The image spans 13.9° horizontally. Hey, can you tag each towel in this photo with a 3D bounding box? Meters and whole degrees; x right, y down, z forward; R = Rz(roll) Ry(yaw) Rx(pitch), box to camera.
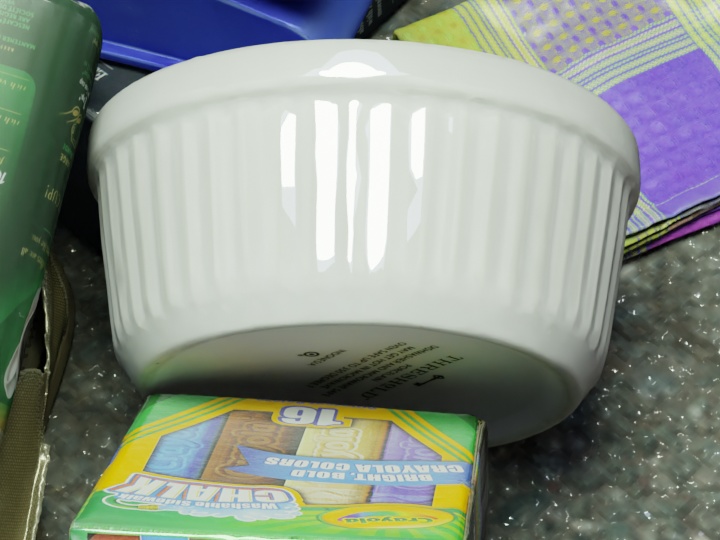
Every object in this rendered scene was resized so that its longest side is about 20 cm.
[{"bbox_3d":[0.129,-0.085,1.186,0.200,0.023,0.144,-24,60,-12],"label":"towel"}]

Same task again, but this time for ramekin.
[{"bbox_3d":[0.000,0.000,1.043,0.202,0.202,0.095,1,69,3],"label":"ramekin"}]

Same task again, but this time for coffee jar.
[{"bbox_3d":[-0.151,0.000,1.008,0.085,0.104,0.201,15,76,-9],"label":"coffee jar"}]

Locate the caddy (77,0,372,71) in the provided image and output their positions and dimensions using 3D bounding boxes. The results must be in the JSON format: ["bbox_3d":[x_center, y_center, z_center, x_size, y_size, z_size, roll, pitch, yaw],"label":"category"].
[{"bbox_3d":[-0.070,-0.148,1.041,0.199,0.141,0.105,15,63,10],"label":"caddy"}]

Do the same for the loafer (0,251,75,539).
[{"bbox_3d":[-0.150,0.065,1.079,0.076,0.068,0.200,1,58,4],"label":"loafer"}]

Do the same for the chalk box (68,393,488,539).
[{"bbox_3d":[-0.027,0.126,0.943,0.123,0.200,0.125,4,102,5],"label":"chalk box"}]

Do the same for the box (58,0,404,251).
[{"bbox_3d":[-0.085,-0.129,1.175,0.148,0.107,0.200,36,65,21],"label":"box"}]
